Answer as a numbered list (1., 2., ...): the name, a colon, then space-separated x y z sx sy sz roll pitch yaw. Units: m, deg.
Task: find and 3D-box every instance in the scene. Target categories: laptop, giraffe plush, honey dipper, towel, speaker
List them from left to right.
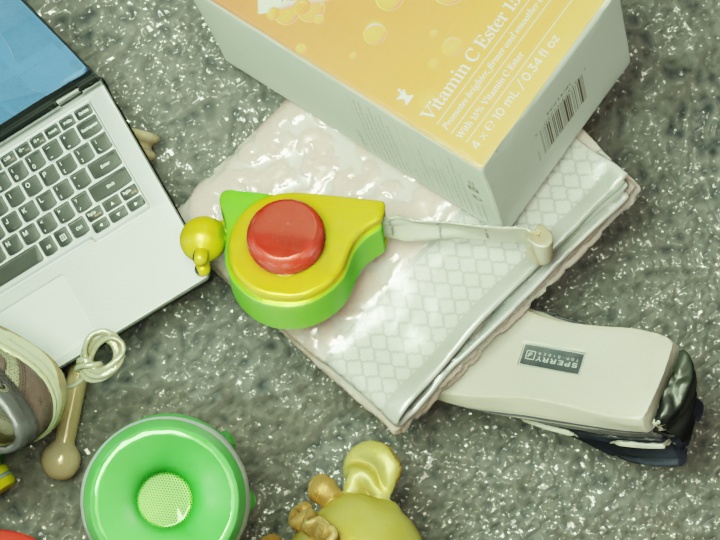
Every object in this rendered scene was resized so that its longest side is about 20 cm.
1. laptop: -0.216 -0.034 1.285 0.187 0.116 0.200 -31 86 10
2. honey dipper: -0.148 0.019 1.350 0.038 0.038 0.201 10 88 -3
3. speaker: -0.102 0.117 1.264 0.088 0.200 0.089 0 87 -4
4. giraffe plush: 0.020 0.192 1.299 0.162 0.200 0.172 34 52 22
5. towel: 0.022 -0.038 1.336 0.200 0.032 0.191 -45 68 -6

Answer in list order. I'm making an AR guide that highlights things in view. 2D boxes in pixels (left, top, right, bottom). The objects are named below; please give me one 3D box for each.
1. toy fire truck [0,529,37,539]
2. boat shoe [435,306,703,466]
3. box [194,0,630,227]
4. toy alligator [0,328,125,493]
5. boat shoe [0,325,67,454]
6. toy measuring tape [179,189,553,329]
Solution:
1. toy fire truck: -0.150 0.230 1.313 0.141 0.049 0.201 -3 61 -38
2. boat shoe: 0.098 0.062 1.349 0.199 0.093 0.075 16 71 27
3. box: 0.027 -0.133 1.299 0.200 0.098 0.125 33 79 20
4. toy alligator: -0.207 0.094 1.319 0.200 0.054 0.059 -33 86 3
5. boat shoe: -0.251 0.039 1.256 0.199 0.065 0.072 26 104 1
6. toy measuring tape: 0.000 0.000 1.277 0.199 0.074 0.074 6 86 8
